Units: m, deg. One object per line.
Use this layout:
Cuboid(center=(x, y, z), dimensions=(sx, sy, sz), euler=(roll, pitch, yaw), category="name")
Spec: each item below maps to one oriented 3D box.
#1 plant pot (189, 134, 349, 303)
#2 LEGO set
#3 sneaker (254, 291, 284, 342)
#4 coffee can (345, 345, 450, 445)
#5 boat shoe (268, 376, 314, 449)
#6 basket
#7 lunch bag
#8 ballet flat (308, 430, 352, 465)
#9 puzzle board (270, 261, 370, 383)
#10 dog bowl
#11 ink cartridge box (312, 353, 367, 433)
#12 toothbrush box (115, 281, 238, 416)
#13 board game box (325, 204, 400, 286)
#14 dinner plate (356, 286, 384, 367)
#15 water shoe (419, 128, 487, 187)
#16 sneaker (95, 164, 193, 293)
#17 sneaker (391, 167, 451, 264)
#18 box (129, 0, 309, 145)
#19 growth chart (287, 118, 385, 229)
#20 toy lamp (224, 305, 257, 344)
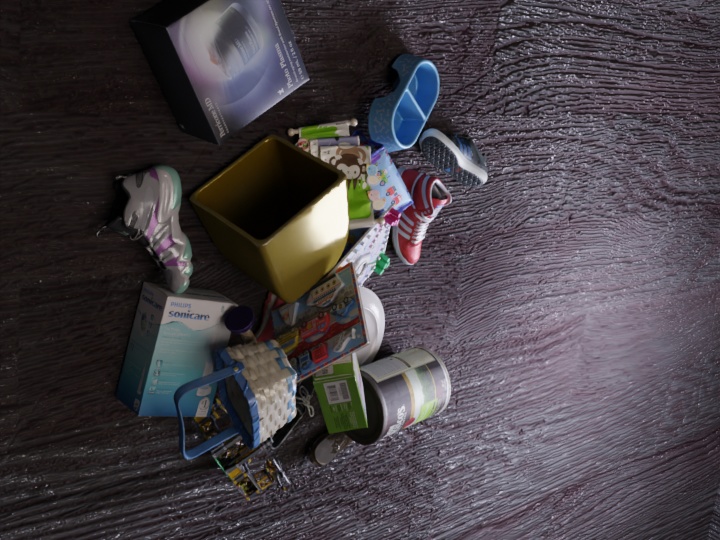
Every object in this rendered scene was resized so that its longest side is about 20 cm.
Cuboid(center=(-0.132, -0.066, 1.600), dimensions=(0.194, 0.194, 0.202), euler=(-41, 140, -24), category="plant pot")
Cuboid(center=(-0.200, 0.300, 1.694), dimensions=(0.115, 0.154, 0.202), euler=(-33, 120, -8), category="LEGO set")
Cuboid(center=(-0.150, 0.127, 1.721), dimensions=(0.073, 0.086, 0.204), euler=(14, 96, -43), category="sneaker")
Cuboid(center=(0.063, 0.246, 1.914), dimensions=(0.198, 0.145, 0.149), euler=(-15, 116, -42), category="coffee can")
Cuboid(center=(-0.122, 0.244, 1.800), dimensions=(0.200, 0.068, 0.074), euler=(-49, 130, -15), category="boat shoe")
Cuboid(center=(-0.204, 0.212, 1.545), dimensions=(0.198, 0.139, 0.178), euler=(-25, 145, -28), category="basket")
Cuboid(center=(-0.022, -0.126, 1.755), dimensions=(0.200, 0.094, 0.151), euler=(-43, 133, -10), category="lunch bag")
Cuboid(center=(-0.032, 0.328, 1.943), dimensions=(0.199, 0.046, 0.068), euler=(-37, 97, -34), category="ballet flat")
Cuboid(center=(-0.075, 0.094, 1.621), dimensions=(0.017, 0.198, 0.153), euler=(21, 48, -47), category="puzzle board")
Cuboid(center=(0.085, -0.310, 1.774), dimensions=(0.112, 0.049, 0.202), euler=(49, 59, -44), category="dog bowl")
Cuboid(center=(-0.041, 0.163, 1.717), dimensions=(0.074, 0.202, 0.149), euler=(-9, 134, 4), category="ink cartridge box")
Cuboid(center=(-0.302, 0.132, 1.582), dimensions=(0.145, 0.085, 0.204), euler=(8, 101, -45), category="toothbrush box")
Cuboid(center=(0.000, 0.000, 1.767), dimensions=(0.200, 0.026, 0.201), euler=(-48, 165, -26), category="board game box")
Cuboid(center=(-0.020, 0.132, 1.890), dimensions=(0.198, 0.024, 0.204), euler=(-16, 115, -37), category="dinner plate")
Cuboid(center=(0.185, -0.241, 1.922), dimensions=(0.199, 0.071, 0.080), euler=(35, 54, -43), category="water shoe")
Cuboid(center=(-0.341, -0.054, 1.483), dimensions=(0.138, 0.077, 0.204), euler=(-14, 98, -34), category="sneaker")
Cuboid(center=(0.121, -0.096, 1.866), dimensions=(0.071, 0.111, 0.203), euler=(-36, 128, -43), category="sneaker")
Cuboid(center=(-0.210, -0.335, 1.468), dimensions=(0.198, 0.122, 0.202), euler=(-40, 128, -23), category="box")
Cuboid(center=(-0.036, -0.165, 1.679), dimensions=(0.142, 0.018, 0.204), euler=(-15, 96, -4), category="growth chart")
Cuboid(center=(-0.179, 0.139, 1.634), dimensions=(0.058, 0.058, 0.202), euler=(-42, 143, -22), category="toy lamp")
